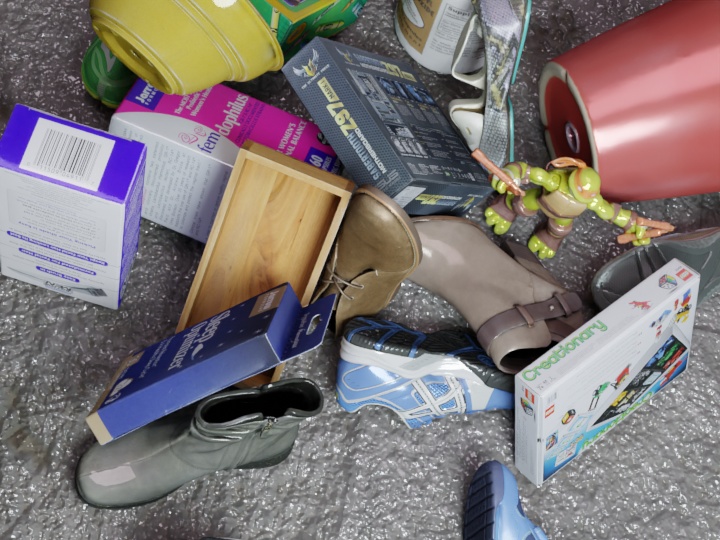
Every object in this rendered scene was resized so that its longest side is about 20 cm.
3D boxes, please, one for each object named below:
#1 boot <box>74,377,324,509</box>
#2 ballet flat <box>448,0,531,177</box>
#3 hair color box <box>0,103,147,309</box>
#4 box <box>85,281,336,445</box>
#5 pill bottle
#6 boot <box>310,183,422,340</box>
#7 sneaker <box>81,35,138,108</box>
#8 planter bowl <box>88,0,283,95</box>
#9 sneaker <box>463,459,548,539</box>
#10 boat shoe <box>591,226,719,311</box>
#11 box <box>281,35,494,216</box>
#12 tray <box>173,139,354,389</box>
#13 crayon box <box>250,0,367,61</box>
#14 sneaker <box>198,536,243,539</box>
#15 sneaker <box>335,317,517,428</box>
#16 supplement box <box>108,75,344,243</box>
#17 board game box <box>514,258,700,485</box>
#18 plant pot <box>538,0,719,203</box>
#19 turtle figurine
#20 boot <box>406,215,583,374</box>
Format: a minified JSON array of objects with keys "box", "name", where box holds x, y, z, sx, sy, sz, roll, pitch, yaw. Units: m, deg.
[{"box":[-0.134,0.130,1.126,0.198,0.131,0.068,-13,70,-17],"name":"boot"},{"box":[0.117,-0.170,1.306,0.071,0.202,0.072,2,29,-1],"name":"ballet flat"},{"box":[-0.240,-0.048,1.147,0.108,0.200,0.065,18,61,-4],"name":"hair color box"},{"box":[-0.117,0.066,1.120,0.199,0.121,0.033,-24,105,13],"name":"box"},{"box":[0.106,-0.289,1.336,0.113,0.200,0.115,5,64,-10],"name":"pill bottle"},{"box":[0.000,0.000,1.178,0.074,0.200,0.075,40,65,14],"name":"boot"},{"box":[-0.203,-0.241,1.311,0.074,0.084,0.201,26,63,0],"name":"sneaker"},{"box":[-0.166,-0.208,1.166,0.200,0.200,0.084,38,80,7],"name":"planter bowl"},{"box":[0.140,0.257,1.164,0.082,0.074,0.202,-7,74,-17],"name":"sneaker"},{"box":[0.308,-0.002,1.331,0.201,0.065,0.075,-21,90,-15],"name":"boat shoe"},{"box":[0.029,-0.126,1.260,0.051,0.200,0.158,-38,75,21],"name":"box"},{"box":[-0.086,0.001,1.177,0.098,0.201,0.037,21,21,-2],"name":"tray"},{"box":[-0.078,-0.270,1.316,0.119,0.058,0.200,38,33,7],"name":"crayon box"},{"box":[-0.167,0.243,1.075,0.199,0.116,0.076,-12,68,-17],"name":"sneaker"},{"box":[0.066,0.098,1.228,0.199,0.078,0.076,14,18,-19],"name":"sneaker"},{"box":[-0.122,-0.091,1.237,0.199,0.104,0.102,21,44,-1],"name":"supplement box"},{"box":[0.217,0.090,1.225,0.199,0.127,0.035,-33,51,-24],"name":"board game box"},{"box":[0.277,-0.153,1.326,0.176,0.201,0.202,-17,70,-9],"name":"plant pot"},{"box":[0.173,-0.068,1.262,0.199,0.161,0.065,17,73,-13],"name":"turtle figurine"},{"box":[0.109,0.027,1.242,0.198,0.071,0.147,4,42,-21],"name":"boot"}]
